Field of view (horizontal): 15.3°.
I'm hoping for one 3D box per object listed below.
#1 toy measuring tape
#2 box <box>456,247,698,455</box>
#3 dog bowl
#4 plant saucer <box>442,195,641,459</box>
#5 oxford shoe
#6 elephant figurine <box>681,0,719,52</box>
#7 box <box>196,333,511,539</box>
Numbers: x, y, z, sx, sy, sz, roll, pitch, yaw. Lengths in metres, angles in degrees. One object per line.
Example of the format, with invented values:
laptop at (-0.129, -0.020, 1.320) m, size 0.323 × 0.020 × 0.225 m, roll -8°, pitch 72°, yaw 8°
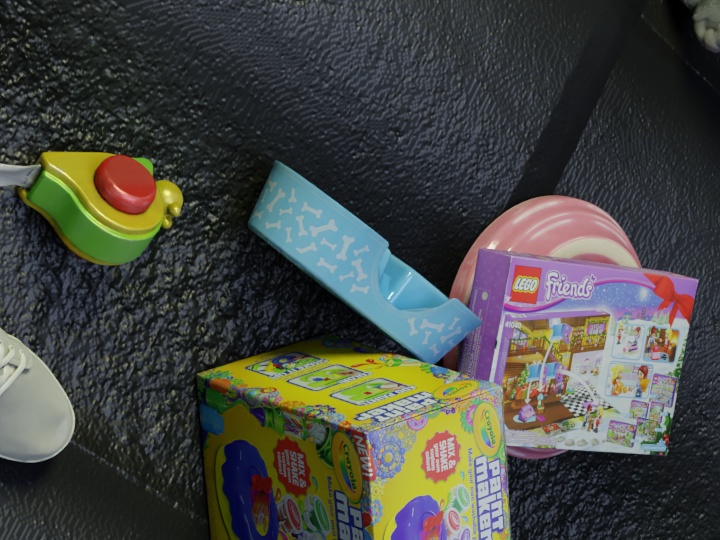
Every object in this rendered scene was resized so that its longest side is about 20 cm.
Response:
toy measuring tape at (-0.190, -0.037, 1.690) m, size 0.199 × 0.073 × 0.074 m, roll -2°, pitch 101°, yaw -42°
box at (0.158, 0.062, 1.961) m, size 0.199 × 0.039 × 0.138 m, roll 7°, pitch 95°, yaw -41°
dog bowl at (0.000, 0.000, 1.841) m, size 0.200 × 0.111 × 0.050 m, roll 38°, pitch 88°, yaw -38°
plant saucer at (0.150, 0.046, 2.011) m, size 0.200 × 0.051 × 0.202 m, roll -10°, pitch 105°, yaw -38°
oxford shoe at (-0.245, 0.059, 1.679) m, size 0.075 × 0.058 × 0.200 m, roll -56°, pitch 130°, yaw -19°
elephant figurine at (0.339, -0.245, 2.075) m, size 0.200 × 0.155 × 0.142 m, roll -25°, pitch 75°, yaw -45°
box at (-0.002, 0.168, 1.815) m, size 0.122 × 0.192 × 0.201 m, roll -16°, pitch 109°, yaw -36°
